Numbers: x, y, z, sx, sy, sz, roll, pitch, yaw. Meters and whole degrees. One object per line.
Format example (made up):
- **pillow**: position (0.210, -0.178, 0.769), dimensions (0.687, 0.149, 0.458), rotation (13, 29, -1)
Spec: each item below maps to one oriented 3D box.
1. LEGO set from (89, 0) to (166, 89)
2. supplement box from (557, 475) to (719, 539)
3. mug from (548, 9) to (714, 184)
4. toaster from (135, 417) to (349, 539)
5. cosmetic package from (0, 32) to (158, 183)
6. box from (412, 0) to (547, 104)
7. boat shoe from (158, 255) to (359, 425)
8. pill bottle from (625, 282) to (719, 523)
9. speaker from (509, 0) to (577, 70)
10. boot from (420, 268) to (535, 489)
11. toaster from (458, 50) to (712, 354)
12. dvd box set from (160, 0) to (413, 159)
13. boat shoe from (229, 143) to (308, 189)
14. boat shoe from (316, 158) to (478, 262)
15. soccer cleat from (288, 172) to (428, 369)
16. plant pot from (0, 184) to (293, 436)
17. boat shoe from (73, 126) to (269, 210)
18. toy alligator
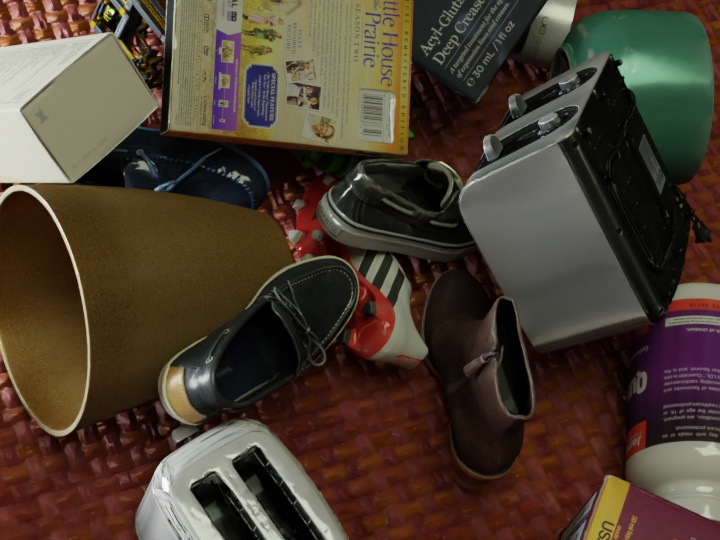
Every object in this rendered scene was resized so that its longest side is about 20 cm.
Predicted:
- **LEGO set**: position (-0.137, -0.222, 1.337), dimensions (0.154, 0.200, 0.116), rotation (-33, 83, -40)
- **supplement box**: position (0.240, 0.253, 1.171), dimensions (0.199, 0.131, 0.103), rotation (24, 59, 2)
- **mug**: position (0.225, -0.149, 1.396), dimensions (0.114, 0.185, 0.153), rotation (0, 85, -8)
- **toaster**: position (-0.078, 0.203, 1.139), dimensions (0.113, 0.129, 0.200), rotation (-28, 70, -23)
- **cosmetic package**: position (-0.261, -0.125, 1.249), dimensions (0.104, 0.200, 0.073), rotation (-46, 120, -27)
- **box**: position (0.058, -0.260, 1.357), dimensions (0.200, 0.107, 0.149), rotation (34, 96, -3)
- **boat shoe**: position (-0.061, 0.049, 1.166), dimensions (0.200, 0.062, 0.075), rotation (-34, 105, -41)
- **pill bottle**: position (0.268, 0.118, 1.262), dimensions (0.112, 0.113, 0.201), rotation (11, 59, -5)
- **speaker**: position (0.096, -0.247, 1.452), dimensions (0.199, 0.081, 0.081), rotation (16, 59, -2)
- **boot**: position (0.099, 0.058, 1.232), dimensions (0.072, 0.167, 0.201), rotation (1, 61, -10)
- **toaster**: position (0.179, -0.048, 1.258), dimensions (0.200, 0.118, 0.181), rotation (60, 30, -18)
- **dvd box set**: position (-0.055, -0.169, 1.252), dimensions (0.199, 0.029, 0.147), rotation (3, 85, -21)
- **boat shoe**: position (-0.054, -0.135, 1.375), dimensions (0.200, 0.071, 0.070), rotation (-36, 36, -29)
- **boat shoe**: position (0.055, -0.053, 1.298), dimensions (0.200, 0.071, 0.072), rotation (-4, 56, -48)
- **soccer cleat**: position (0.000, 0.000, 1.309), dimensions (0.085, 0.069, 0.200), rotation (29, 28, -41)
- **plant pot**: position (-0.157, 0.016, 1.216), dimensions (0.199, 0.186, 0.187), rotation (-10, 63, -32)
- **boat shoe**: position (-0.173, -0.072, 1.301), dimensions (0.199, 0.084, 0.069), rotation (10, 46, 22)
- **toy alligator**: position (-0.031, -0.103, 1.306), dimensions (0.200, 0.059, 0.054), rotation (4, 57, -39)
